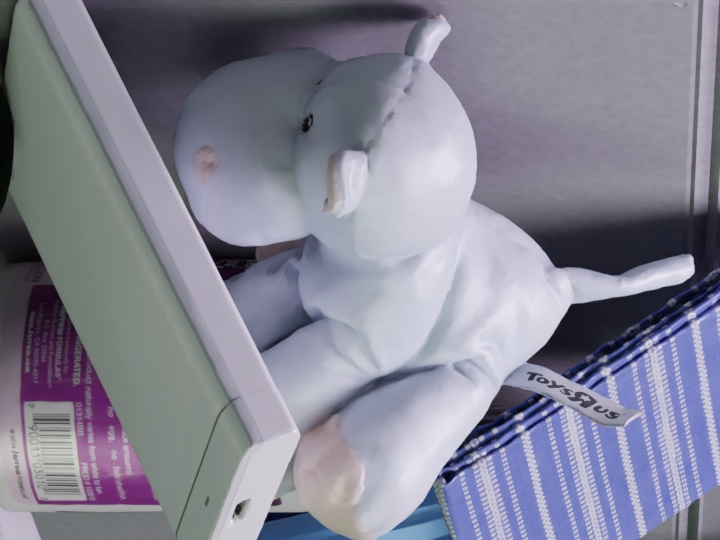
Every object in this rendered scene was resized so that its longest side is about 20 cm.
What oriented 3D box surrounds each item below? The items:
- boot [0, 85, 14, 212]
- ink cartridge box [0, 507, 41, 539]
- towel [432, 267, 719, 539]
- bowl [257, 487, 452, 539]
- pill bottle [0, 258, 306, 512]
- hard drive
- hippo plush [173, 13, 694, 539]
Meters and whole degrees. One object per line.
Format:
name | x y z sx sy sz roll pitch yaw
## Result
boot | -0.231 -0.083 1.105 0.167 0.077 0.200 1 149 9
ink cartridge box | -0.259 0.091 1.399 0.084 0.177 0.200 -14 170 -44
towel | 0.122 0.067 1.288 0.199 0.024 0.145 -32 145 -9
bowl | 0.030 0.115 1.395 0.199 0.040 0.201 -14 178 -1
pill bottle | -0.063 0.050 1.306 0.198 0.113 0.112 0 152 7
hard drive | -0.086 0.006 1.141 0.027 0.201 0.132 -20 159 -20
hippo plush | 0.000 0.000 1.150 0.199 0.160 0.161 9 147 25
